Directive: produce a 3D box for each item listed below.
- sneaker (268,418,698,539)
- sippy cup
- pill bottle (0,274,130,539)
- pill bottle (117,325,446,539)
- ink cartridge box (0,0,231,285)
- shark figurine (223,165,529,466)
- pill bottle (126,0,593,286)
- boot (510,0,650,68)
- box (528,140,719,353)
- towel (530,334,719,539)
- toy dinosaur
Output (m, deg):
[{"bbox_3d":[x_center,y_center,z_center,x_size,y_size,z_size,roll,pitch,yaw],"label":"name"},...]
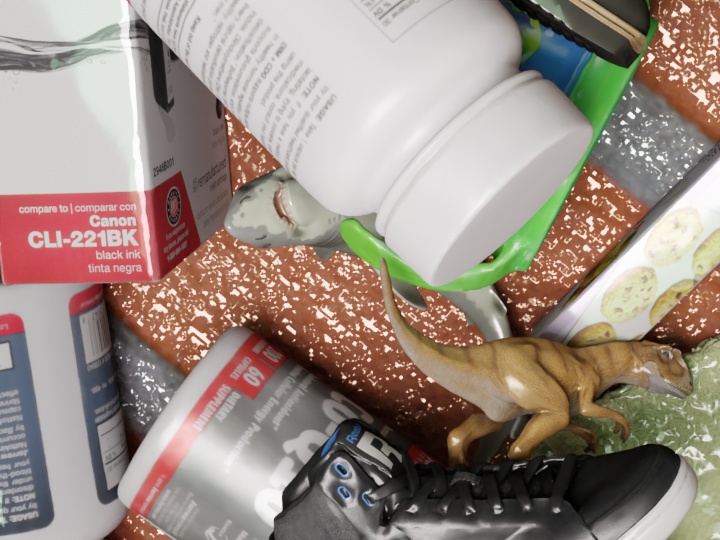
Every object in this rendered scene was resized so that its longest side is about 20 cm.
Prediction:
[{"bbox_3d":[0.042,0.104,0.849,0.200,0.073,0.112,-29,106,24],"label":"sneaker"},{"bbox_3d":[0.054,-0.088,0.893,0.130,0.178,0.140,28,128,5],"label":"sippy cup"},{"bbox_3d":[-0.186,0.094,1.005,0.119,0.120,0.200,-4,103,14],"label":"pill bottle"},{"bbox_3d":[-0.016,0.129,0.978,0.200,0.114,0.114,34,109,2],"label":"pill bottle"},{"bbox_3d":[-0.126,-0.106,0.927,0.084,0.144,0.200,-2,104,12],"label":"ink cartridge box"},{"bbox_3d":[0.017,0.001,0.972,0.214,0.128,0.089,41,141,-23],"label":"shark figurine"},{"bbox_3d":[-0.004,-0.096,0.791,0.200,0.113,0.113,47,110,13],"label":"pill bottle"},{"bbox_3d":[0.079,-0.197,0.811,0.200,0.077,0.138,43,94,13],"label":"boot"},{"bbox_3d":[0.164,-0.018,0.938,0.041,0.039,0.200,43,109,-3],"label":"box"},{"bbox_3d":[0.200,0.102,0.962,0.200,0.036,0.148,-31,96,20],"label":"towel"},{"bbox_3d":[0.068,0.056,0.900,0.200,0.060,0.106,8,91,-34],"label":"toy dinosaur"}]
